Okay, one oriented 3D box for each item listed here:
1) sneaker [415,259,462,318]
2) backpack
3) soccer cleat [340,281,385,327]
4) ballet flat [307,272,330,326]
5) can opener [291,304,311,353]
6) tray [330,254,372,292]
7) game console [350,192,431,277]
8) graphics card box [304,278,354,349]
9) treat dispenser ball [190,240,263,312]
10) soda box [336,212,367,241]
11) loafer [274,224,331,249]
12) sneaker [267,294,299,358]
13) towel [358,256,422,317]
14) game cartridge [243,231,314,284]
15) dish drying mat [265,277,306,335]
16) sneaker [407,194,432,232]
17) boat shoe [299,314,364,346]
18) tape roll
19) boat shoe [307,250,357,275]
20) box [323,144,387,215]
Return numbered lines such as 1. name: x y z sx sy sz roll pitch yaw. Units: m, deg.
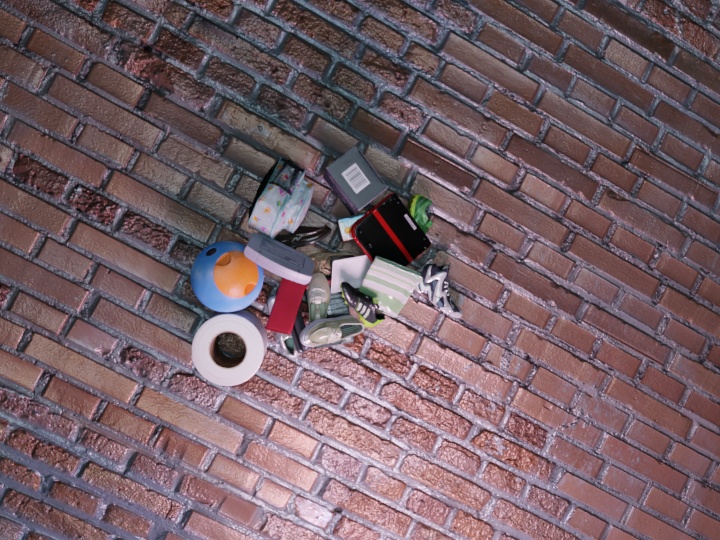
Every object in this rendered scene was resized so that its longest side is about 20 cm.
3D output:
1. sneaker: 0.258 0.046 1.618 0.199 0.079 0.130 38 97 4
2. backpack: -0.226 -0.187 1.495 0.153 0.176 0.200 34 66 -4
3. soccer cleat: 0.007 0.093 1.565 0.081 0.068 0.200 -23 131 16
4. ballet flat: -0.122 0.108 1.540 0.069 0.069 0.201 0 93 -6
5. can opener: -0.182 0.141 1.548 0.066 0.053 0.201 3 60 -43
6. tray: 0.000 0.000 1.577 0.199 0.022 0.108 -10 120 -27
7. game console: 0.088 -0.097 1.546 0.177 0.031 0.200 -40 106 -7
8. graphics card box: -0.095 0.128 1.601 0.125 0.051 0.201 -11 92 -6
9. treat dispenser ball: -0.375 0.017 1.493 0.200 0.201 0.202 0 92 -6
10. soda box: 0.031 -0.142 1.596 0.199 0.064 0.069 -14 94 -6
11. loafer: -0.184 -0.104 1.570 0.199 0.073 0.072 -18 96 -5
12. sneaker: -0.222 0.167 1.577 0.070 0.080 0.201 -22 93 -3
13. towel: 0.079 0.054 1.565 0.152 0.023 0.200 21 134 -7
14. game cartridge: -0.226 -0.033 1.484 0.199 0.133 0.041 27 110 -11
15. dish drying mat: -0.208 0.085 1.529 0.076 0.018 0.201 13 68 6
16. sneaker: 0.176 -0.130 1.606 0.083 0.074 0.201 10 91 -2
17. boat shoe: -0.077 0.169 1.506 0.199 0.062 0.072 -16 108 -36
18. tape roll: -0.374 0.218 1.533 0.202 0.139 0.204 0 92 -7
19. boat shoe: -0.104 -0.022 1.587 0.199 0.065 0.072 -15 94 -5
20. box: -0.020 -0.253 1.517 0.107 0.200 0.149 -38 96 -4
